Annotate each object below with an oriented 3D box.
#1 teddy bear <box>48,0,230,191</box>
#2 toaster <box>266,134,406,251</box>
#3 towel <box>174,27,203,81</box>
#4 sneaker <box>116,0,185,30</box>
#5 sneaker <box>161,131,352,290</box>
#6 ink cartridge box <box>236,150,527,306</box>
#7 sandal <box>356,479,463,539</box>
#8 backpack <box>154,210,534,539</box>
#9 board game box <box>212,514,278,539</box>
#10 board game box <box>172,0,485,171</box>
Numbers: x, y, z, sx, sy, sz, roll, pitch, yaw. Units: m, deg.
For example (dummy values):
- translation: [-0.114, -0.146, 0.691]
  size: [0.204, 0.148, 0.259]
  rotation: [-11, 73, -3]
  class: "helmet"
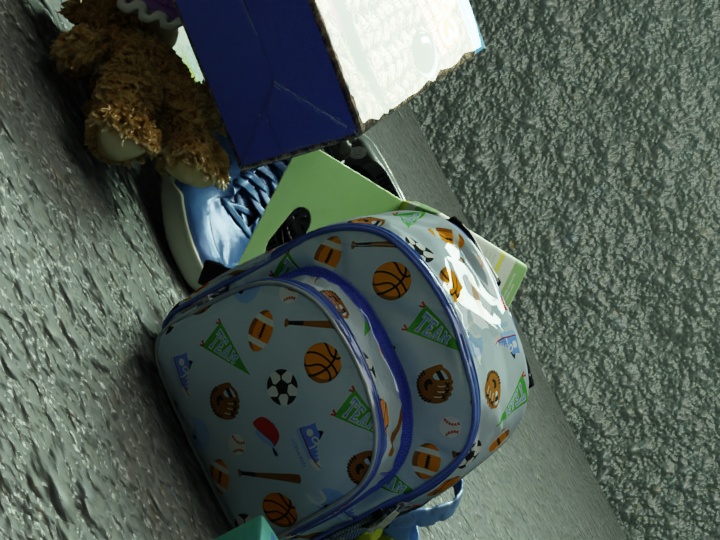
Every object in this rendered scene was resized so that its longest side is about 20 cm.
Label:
- translation: [-0.136, -0.122, 1.161]
  size: [0.145, 0.067, 0.200]
  rotation: [24, 25, -11]
  class: "teddy bear"
- translation: [0.000, 0.000, 1.356]
  size: [0.201, 0.113, 0.129]
  rotation: [66, 7, 19]
  class: "toaster"
- translation: [-0.149, -0.169, 1.396]
  size: [0.201, 0.048, 0.171]
  rotation: [63, 8, 13]
  class: "towel"
- translation: [-0.156, -0.232, 1.161]
  size: [0.200, 0.089, 0.081]
  rotation: [32, 26, -5]
  class: "sneaker"
- translation: [-0.065, -0.071, 1.234]
  size: [0.200, 0.111, 0.077]
  rotation: [-80, 150, -51]
  class: "sneaker"
- translation: [0.009, 0.019, 1.217]
  size: [0.200, 0.146, 0.048]
  rotation: [29, -4, -41]
  class: "ink cartridge box"
- translation: [0.006, 0.130, 1.219]
  size: [0.200, 0.087, 0.080]
  rotation: [48, 18, -51]
  class: "sandal"
- translation: [-0.008, 0.057, 1.020]
  size: [0.201, 0.190, 0.154]
  rotation: [61, 25, 2]
  class: "backpack"
- translation: [-0.029, 0.225, 0.839]
  size: [0.152, 0.045, 0.200]
  rotation: [59, 8, -17]
  class: "board game box"
- translation: [-0.022, -0.178, 1.163]
  size: [0.200, 0.097, 0.160]
  rotation: [-41, 114, -55]
  class: "board game box"
